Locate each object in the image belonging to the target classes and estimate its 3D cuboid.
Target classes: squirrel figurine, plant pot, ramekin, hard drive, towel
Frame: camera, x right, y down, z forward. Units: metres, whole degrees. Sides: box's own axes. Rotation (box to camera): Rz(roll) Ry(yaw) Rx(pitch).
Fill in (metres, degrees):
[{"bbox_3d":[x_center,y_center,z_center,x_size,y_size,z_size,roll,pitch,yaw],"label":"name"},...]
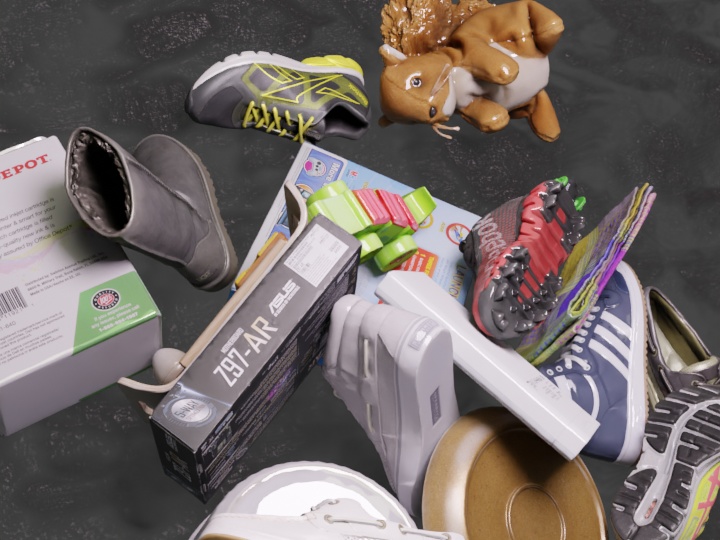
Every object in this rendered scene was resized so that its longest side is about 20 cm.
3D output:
[{"bbox_3d":[0.091,-0.213,1.338,0.185,0.142,0.200,-20,46,-19],"label":"squirrel figurine"},{"bbox_3d":[0.133,0.203,1.011,0.199,0.027,0.202,18,60,-34],"label":"plant pot"},{"bbox_3d":[-0.038,0.233,0.939,0.200,0.095,0.204,10,50,-12],"label":"ramekin"},{"bbox_3d":[0.106,0.074,1.039,0.200,0.027,0.132,41,9,12],"label":"hard drive"},{"bbox_3d":[0.195,0.014,1.163,0.023,0.144,0.200,39,53,-1],"label":"towel"}]

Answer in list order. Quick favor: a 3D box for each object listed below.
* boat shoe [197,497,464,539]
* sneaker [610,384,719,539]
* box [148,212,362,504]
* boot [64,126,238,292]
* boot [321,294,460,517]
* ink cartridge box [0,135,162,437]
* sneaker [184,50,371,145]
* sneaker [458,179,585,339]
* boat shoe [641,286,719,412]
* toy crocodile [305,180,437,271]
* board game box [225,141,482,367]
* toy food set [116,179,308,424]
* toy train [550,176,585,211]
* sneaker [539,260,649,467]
[{"bbox_3d":[-0.017,0.191,0.876,0.198,0.071,0.070,17,47,-17],"label":"boat shoe"},{"bbox_3d":[0.273,0.181,1.094,0.078,0.091,0.200,20,51,35],"label":"sneaker"},{"bbox_3d":[-0.076,0.071,0.977,0.043,0.160,0.200,35,70,10],"label":"box"},{"bbox_3d":[-0.188,-0.072,1.071,0.182,0.072,0.200,55,13,26],"label":"boot"},{"bbox_3d":[0.022,0.104,1.016,0.095,0.201,0.073,23,44,29],"label":"boot"},{"bbox_3d":[-0.269,0.008,1.034,0.144,0.084,0.201,-25,64,-21],"label":"ink cartridge box"},{"bbox_3d":[-0.074,-0.165,1.258,0.198,0.075,0.085,-11,57,-26],"label":"sneaker"},{"bbox_3d":[0.127,-0.001,1.112,0.071,0.097,0.201,56,37,-20],"label":"sneaker"},{"bbox_3d":[0.305,0.103,1.179,0.071,0.066,0.202,-16,60,-29],"label":"boat shoe"},{"bbox_3d":[0.010,-0.043,1.080,0.068,0.062,0.200,59,20,13],"label":"toy crocodile"},{"bbox_3d":[0.000,0.000,1.164,0.194,0.056,0.201,23,49,0],"label":"board game box"},{"bbox_3d":[-0.109,0.031,1.000,0.060,0.144,0.201,35,74,10],"label":"toy food set"},{"bbox_3d":[0.164,-0.016,1.230,0.042,0.056,0.201,45,49,-17],"label":"toy train"},{"bbox_3d":[0.198,0.073,1.154,0.107,0.070,0.202,9,61,-12],"label":"sneaker"}]
